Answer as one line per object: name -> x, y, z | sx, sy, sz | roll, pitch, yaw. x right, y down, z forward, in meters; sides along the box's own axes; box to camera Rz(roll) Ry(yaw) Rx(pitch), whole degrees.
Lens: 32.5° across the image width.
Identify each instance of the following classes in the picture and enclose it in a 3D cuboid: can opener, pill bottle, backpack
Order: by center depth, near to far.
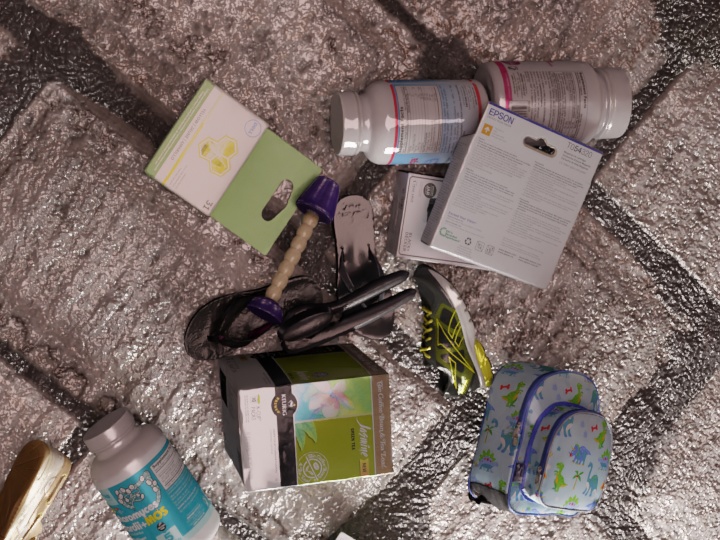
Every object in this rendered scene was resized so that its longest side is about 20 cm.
pill bottle -> -0.277, 0.279, 1.602 | 0.110, 0.111, 0.201 | -34, 103, -7
pill bottle -> 0.064, -0.195, 1.624 | 0.197, 0.109, 0.111 | -3, 98, -13
can opener -> -0.017, 0.058, 1.629 | 0.197, 0.079, 0.064 | -20, 112, -12
pill bottle -> 0.257, -0.225, 1.666 | 0.197, 0.113, 0.115 | -2, 98, -14
backpack -> 0.258, 0.234, 1.699 | 0.181, 0.146, 0.203 | 14, 84, -42

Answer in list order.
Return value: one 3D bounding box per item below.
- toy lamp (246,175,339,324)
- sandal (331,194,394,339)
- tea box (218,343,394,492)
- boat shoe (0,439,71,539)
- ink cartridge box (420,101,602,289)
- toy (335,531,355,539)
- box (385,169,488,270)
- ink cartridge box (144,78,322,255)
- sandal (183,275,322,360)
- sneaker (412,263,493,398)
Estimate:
toy lamp -> -0.083, -0.030, 1.620 | 0.058, 0.058, 0.202 | 28, 74, -16
sandal -> -0.001, 0.000, 1.668 | 0.075, 0.043, 0.203 | -16, 101, -11
tea box -> -0.074, 0.184, 1.593 | 0.193, 0.200, 0.136 | -6, 99, -12
boat shoe -> -0.437, 0.318, 1.587 | 0.069, 0.073, 0.202 | 32, 90, -45
ink cartridge box -> 0.199, -0.098, 1.623 | 0.194, 0.043, 0.203 | 19, 96, -26
toy -> 0.014, 0.455, 1.732 | 0.199, 0.047, 0.116 | 34, 85, -19
box -> 0.142, -0.065, 1.686 | 0.197, 0.060, 0.119 | 6, 96, -14
ink cartridge box -> -0.162, -0.132, 1.609 | 0.199, 0.048, 0.147 | 35, 88, -13
sandal -> -0.143, 0.060, 1.638 | 0.198, 0.048, 0.076 | -24, 103, -11
sneaker -> 0.113, 0.089, 1.692 | 0.084, 0.074, 0.202 | -29, 103, -8
